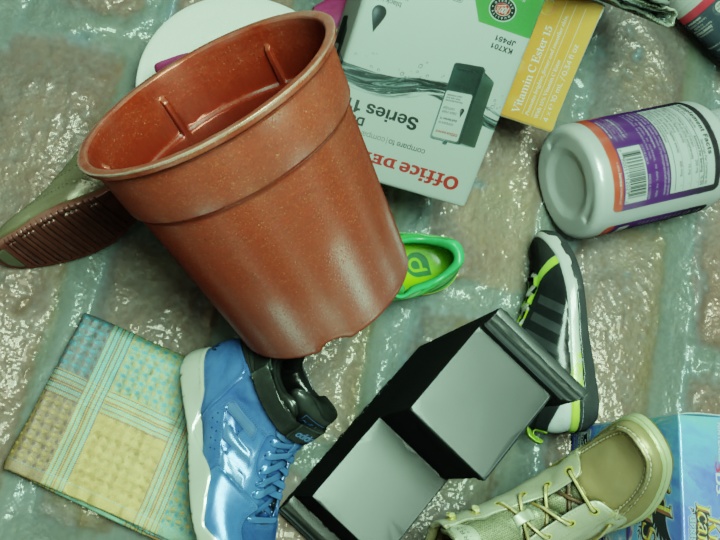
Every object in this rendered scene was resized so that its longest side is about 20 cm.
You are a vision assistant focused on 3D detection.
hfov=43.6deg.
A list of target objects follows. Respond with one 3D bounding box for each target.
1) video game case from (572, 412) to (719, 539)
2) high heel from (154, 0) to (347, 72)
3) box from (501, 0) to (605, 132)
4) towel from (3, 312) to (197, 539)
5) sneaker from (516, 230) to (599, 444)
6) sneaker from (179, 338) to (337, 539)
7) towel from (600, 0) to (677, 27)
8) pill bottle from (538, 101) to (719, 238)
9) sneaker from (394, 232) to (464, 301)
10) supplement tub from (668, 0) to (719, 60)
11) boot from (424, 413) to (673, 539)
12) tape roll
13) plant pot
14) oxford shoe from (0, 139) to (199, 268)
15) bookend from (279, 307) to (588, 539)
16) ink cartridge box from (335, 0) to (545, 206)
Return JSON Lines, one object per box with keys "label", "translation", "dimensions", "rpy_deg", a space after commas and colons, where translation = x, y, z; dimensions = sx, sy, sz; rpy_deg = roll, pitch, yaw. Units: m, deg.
{"label": "video game case", "translation": [0.236, 0.226, 0.751], "dimensions": [0.045, 0.181, 0.200], "rpy_deg": [6, 75, -14]}
{"label": "high heel", "translation": [-0.084, -0.206, 0.795], "dimensions": [0.096, 0.067, 0.200], "rpy_deg": [42, 77, -2]}
{"label": "box", "translation": [0.102, -0.226, 0.841], "dimensions": [0.200, 0.098, 0.125], "rpy_deg": [16, 111, -10]}
{"label": "towel", "translation": [-0.171, 0.140, 0.752], "dimensions": [0.200, 0.022, 0.147], "rpy_deg": [25, 71, -6]}
{"label": "sneaker", "translation": [0.165, 0.057, 0.831], "dimensions": [0.083, 0.072, 0.200], "rpy_deg": [-6, 70, 2]}
{"label": "sneaker", "translation": [-0.070, 0.145, 0.699], "dimensions": [0.111, 0.077, 0.200], "rpy_deg": [-18, 67, 17]}
{"label": "towel", "translation": [0.180, -0.287, 0.836], "dimensions": [0.192, 0.035, 0.200], "rpy_deg": [0, 30, -45]}
{"label": "pill bottle", "translation": [0.286, -0.104, 0.879], "dimensions": [0.200, 0.111, 0.112], "rpy_deg": [-13, 81, -17]}
{"label": "sneaker", "translation": [0.000, 0.000, 0.795], "dimensions": [0.200, 0.084, 0.074], "rpy_deg": [-15, 81, -16]}
{"label": "supplement tub", "translation": [0.439, -0.263, 0.941], "dimensions": [0.200, 0.140, 0.140], "rpy_deg": [44, 71, -1]}
{"label": "boot", "translation": [0.139, 0.191, 0.705], "dimensions": [0.154, 0.200, 0.072], "rpy_deg": [-9, 57, -30]}
{"label": "tape roll", "translation": [-0.105, -0.155, 0.829], "dimensions": [0.202, 0.037, 0.203], "rpy_deg": [4, 76, -14]}
{"label": "plant pot", "translation": [-0.068, -0.053, 0.667], "dimensions": [0.201, 0.201, 0.195], "rpy_deg": [-41, 124, -19]}
{"label": "oxford shoe", "translation": [-0.222, -0.071, 0.759], "dimensions": [0.200, 0.070, 0.075], "rpy_deg": [-29, 63, -2]}
{"label": "bookend", "translation": [0.048, 0.146, 0.713], "dimensions": [0.092, 0.200, 0.199], "rpy_deg": [44, 70, -1]}
{"label": "ink cartridge box", "translation": [0.050, -0.171, 0.759], "dimensions": [0.146, 0.083, 0.200], "rpy_deg": [14, 111, -13]}
